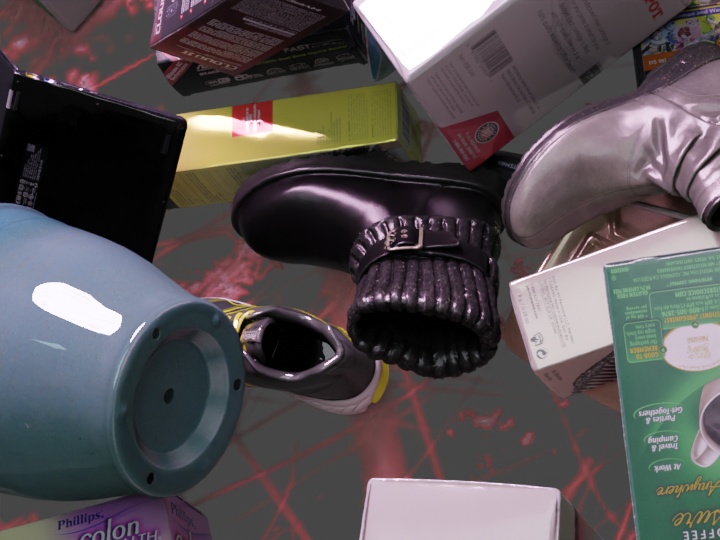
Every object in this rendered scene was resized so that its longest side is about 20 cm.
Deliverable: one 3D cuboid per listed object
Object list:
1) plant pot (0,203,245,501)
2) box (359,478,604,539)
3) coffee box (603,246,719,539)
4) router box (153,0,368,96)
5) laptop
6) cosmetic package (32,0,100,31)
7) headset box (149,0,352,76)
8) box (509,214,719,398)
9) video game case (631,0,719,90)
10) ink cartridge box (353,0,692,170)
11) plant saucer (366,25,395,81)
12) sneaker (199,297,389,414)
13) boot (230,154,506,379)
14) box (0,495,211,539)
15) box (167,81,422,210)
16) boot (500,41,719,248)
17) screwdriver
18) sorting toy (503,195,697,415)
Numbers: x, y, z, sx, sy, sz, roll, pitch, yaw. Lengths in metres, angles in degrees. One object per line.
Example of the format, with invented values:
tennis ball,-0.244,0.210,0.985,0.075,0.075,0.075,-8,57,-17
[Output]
plant pot,-0.186,0.067,1.680,0.187,0.200,0.201,11,74,36
box,0.083,0.208,1.585,0.127,0.200,0.109,2,72,17
coffee box,0.226,0.086,1.574,0.122,0.044,0.201,-9,87,16
router box,-0.079,-0.241,1.872,0.149,0.062,0.201,-10,68,12
laptop,-0.235,-0.073,1.832,0.199,0.116,0.188,16,116,-2
cosmetic package,-0.281,-0.286,1.927,0.200,0.108,0.085,37,86,26
headset box,-0.073,-0.232,1.744,0.200,0.075,0.149,-21,55,59
box,0.206,0.015,1.650,0.199,0.082,0.069,-20,69,14
video game case,0.288,-0.158,1.725,0.199,0.026,0.181,-8,60,8
ink cartridge box,0.113,-0.182,1.690,0.200,0.146,0.085,-35,60,3
plant saucer,0.022,-0.235,1.773,0.027,0.200,0.201,-1,69,-4
sneaker,-0.080,0.048,1.757,0.199,0.085,0.075,5,72,19
boot,0.000,-0.002,1.721,0.210,0.080,0.158,-3,45,16
box,-0.183,0.272,1.702,0.175,0.097,0.201,-16,68,11
box,-0.060,-0.089,1.806,0.199,0.075,0.050,-7,69,16
boot,0.196,-0.064,1.620,0.200,0.068,0.131,-36,41,-5
screwdriver,0.155,-0.052,1.715,0.029,0.028,0.200,-36,36,-26
sorting toy,0.221,0.008,1.710,0.185,0.036,0.201,29,86,24
